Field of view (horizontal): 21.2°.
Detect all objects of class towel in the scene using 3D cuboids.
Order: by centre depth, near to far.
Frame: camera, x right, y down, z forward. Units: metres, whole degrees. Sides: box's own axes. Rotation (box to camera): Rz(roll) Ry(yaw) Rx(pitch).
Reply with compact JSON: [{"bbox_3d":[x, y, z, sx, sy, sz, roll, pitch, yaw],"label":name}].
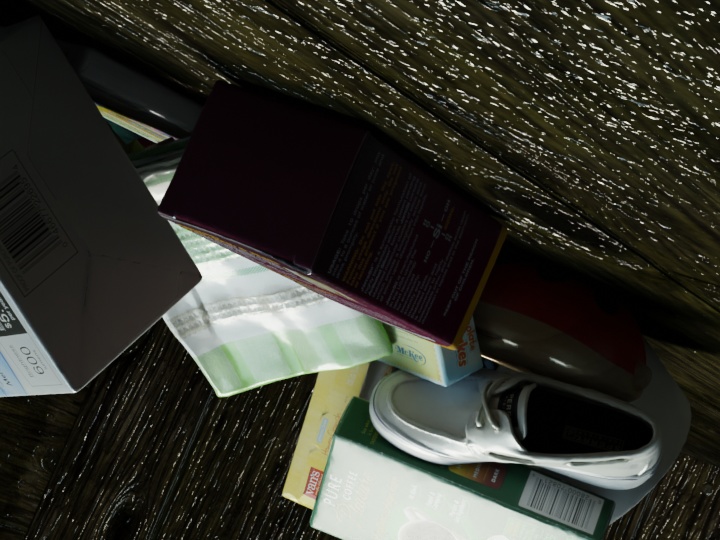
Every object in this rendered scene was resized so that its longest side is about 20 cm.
[{"bbox_3d":[-0.083,-0.001,1.275,0.149,0.031,0.200,-13,124,27],"label":"towel"}]

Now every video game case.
[{"bbox_3d":[-0.153,-0.114,1.299,0.200,0.022,0.182,25,176,-39],"label":"video game case"}]

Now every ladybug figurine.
[{"bbox_3d":[0.119,0.034,1.352,0.200,0.072,0.136,22,176,27],"label":"ladybug figurine"}]

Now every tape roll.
[{"bbox_3d":[0.147,0.128,1.465,0.071,0.202,0.202,53,166,-19],"label":"tape roll"}]

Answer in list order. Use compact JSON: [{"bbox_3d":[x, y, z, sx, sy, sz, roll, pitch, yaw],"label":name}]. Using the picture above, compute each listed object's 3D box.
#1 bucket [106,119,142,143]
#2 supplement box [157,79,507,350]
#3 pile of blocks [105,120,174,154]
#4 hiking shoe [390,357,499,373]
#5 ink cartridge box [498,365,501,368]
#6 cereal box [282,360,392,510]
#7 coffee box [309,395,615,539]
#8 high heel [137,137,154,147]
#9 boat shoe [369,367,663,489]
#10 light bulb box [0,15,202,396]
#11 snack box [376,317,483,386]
[{"bbox_3d":[-0.270,-0.075,1.665,0.207,0.135,0.207,24,177,1],"label":"bucket"},{"bbox_3d":[-0.011,-0.029,1.126,0.110,0.086,0.200,21,176,30],"label":"supplement box"},{"bbox_3d":[-0.131,-0.051,1.313,0.200,0.082,0.062,27,-144,-11],"label":"pile of blocks"},{"bbox_3d":[0.075,0.061,1.502,0.074,0.087,0.200,40,-151,18],"label":"hiking shoe"},{"bbox_3d":[0.135,0.126,1.595,0.200,0.198,0.047,23,163,-17],"label":"ink cartridge box"},{"bbox_3d":[0.007,0.079,1.494,0.039,0.144,0.200,23,-150,10],"label":"cereal box"},{"bbox_3d":[0.069,0.170,1.359,0.200,0.044,0.123,20,140,7],"label":"coffee box"},{"bbox_3d":[-0.098,-0.062,1.621,0.200,0.067,0.096,21,-152,-41],"label":"high heel"},{"bbox_3d":[0.103,0.099,1.286,0.200,0.072,0.066,15,158,10],"label":"boat shoe"},{"bbox_3d":[-0.240,-0.032,1.215,0.200,0.125,0.198,-8,118,50],"label":"light bulb box"},{"bbox_3d":[0.000,0.000,1.335,0.037,0.116,0.200,-27,-154,-29],"label":"snack box"}]
